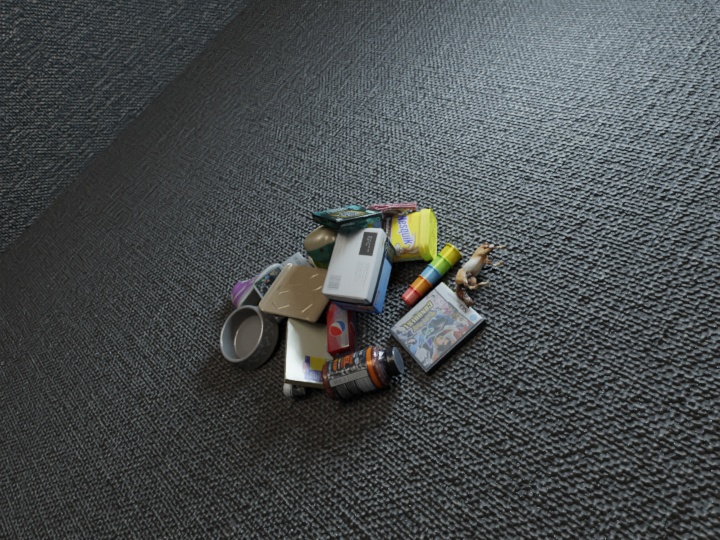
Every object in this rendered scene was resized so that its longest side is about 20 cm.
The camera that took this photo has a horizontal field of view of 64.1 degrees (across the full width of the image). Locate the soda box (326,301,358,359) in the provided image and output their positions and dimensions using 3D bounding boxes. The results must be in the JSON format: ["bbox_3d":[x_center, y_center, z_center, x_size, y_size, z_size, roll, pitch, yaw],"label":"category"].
[{"bbox_3d":[-0.052,0.150,1.619,0.070,0.063,0.201,-19,49,17],"label":"soda box"}]

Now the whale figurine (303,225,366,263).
[{"bbox_3d":[-0.063,-0.090,1.679,0.199,0.104,0.159,-24,15,5],"label":"whale figurine"}]

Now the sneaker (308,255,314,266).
[{"bbox_3d":[-0.076,-0.081,1.816,0.081,0.075,0.200,29,74,25],"label":"sneaker"}]

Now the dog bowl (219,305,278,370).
[{"bbox_3d":[-0.342,0.197,1.732,0.199,0.059,0.201,-15,61,29],"label":"dog bowl"}]

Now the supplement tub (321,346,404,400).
[{"bbox_3d":[0.008,0.258,1.471,0.199,0.107,0.107,-20,48,16],"label":"supplement tub"}]

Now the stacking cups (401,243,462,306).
[{"bbox_3d":[0.196,0.018,1.581,0.200,0.061,0.060,-49,47,-6],"label":"stacking cups"}]

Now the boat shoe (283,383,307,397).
[{"bbox_3d":[-0.160,0.262,1.604,0.071,0.072,0.201,2,57,9],"label":"boat shoe"}]

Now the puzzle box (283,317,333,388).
[{"bbox_3d":[-0.141,0.226,1.575,0.132,0.025,0.201,12,46,-15],"label":"puzzle box"}]

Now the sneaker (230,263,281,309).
[{"bbox_3d":[-0.346,0.037,1.878,0.200,0.073,0.114,-44,42,-7],"label":"sneaker"}]

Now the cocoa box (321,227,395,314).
[{"bbox_3d":[0.000,0.000,1.558,0.133,0.131,0.201,6,71,23],"label":"cocoa box"}]

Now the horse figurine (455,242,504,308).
[{"bbox_3d":[0.303,0.001,1.505,0.200,0.050,0.132,-55,22,-11],"label":"horse figurine"}]

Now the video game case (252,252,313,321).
[{"bbox_3d":[-0.219,0.046,1.756,0.182,0.023,0.200,-36,43,-9],"label":"video game case"}]

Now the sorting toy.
[{"bbox_3d":[-0.172,0.065,1.672,0.199,0.037,0.185,10,53,29],"label":"sorting toy"}]

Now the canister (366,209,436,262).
[{"bbox_3d":[0.115,-0.094,1.672,0.199,0.087,0.149,-6,64,22],"label":"canister"}]

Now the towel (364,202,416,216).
[{"bbox_3d":[0.062,-0.174,1.711,0.200,0.143,0.023,172,92,-68],"label":"towel"}]

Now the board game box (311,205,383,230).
[{"bbox_3d":[-0.039,-0.148,1.599,0.135,0.028,0.200,-14,16,-21],"label":"board game box"}]

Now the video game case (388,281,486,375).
[{"bbox_3d":[0.196,0.147,1.499,0.200,0.026,0.181,-41,46,-3],"label":"video game case"}]

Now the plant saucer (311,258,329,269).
[{"bbox_3d":[-0.052,-0.057,1.755,0.199,0.031,0.201,-1,67,1],"label":"plant saucer"}]
